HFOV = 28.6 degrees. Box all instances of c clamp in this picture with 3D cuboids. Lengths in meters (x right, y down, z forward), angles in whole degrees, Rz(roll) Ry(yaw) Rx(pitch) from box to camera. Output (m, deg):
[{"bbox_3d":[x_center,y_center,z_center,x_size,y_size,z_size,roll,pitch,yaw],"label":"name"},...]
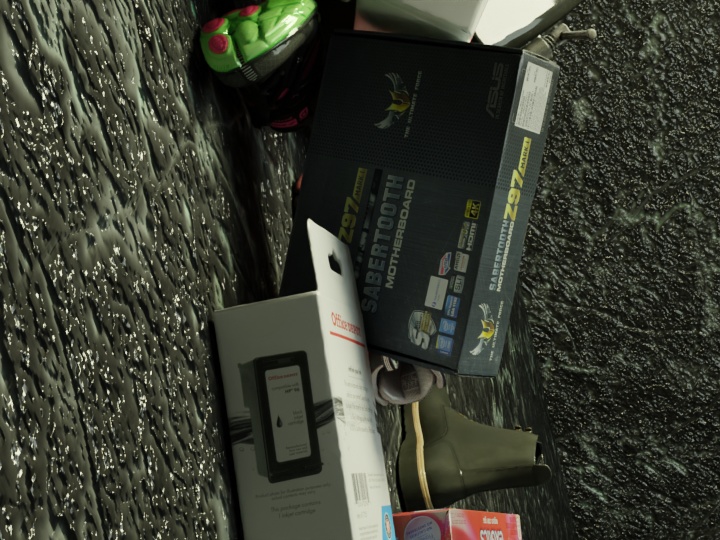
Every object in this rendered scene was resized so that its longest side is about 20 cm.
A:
[{"bbox_3d":[0.095,-0.149,1.203,0.027,0.199,0.171,53,1,-10],"label":"c clamp"}]

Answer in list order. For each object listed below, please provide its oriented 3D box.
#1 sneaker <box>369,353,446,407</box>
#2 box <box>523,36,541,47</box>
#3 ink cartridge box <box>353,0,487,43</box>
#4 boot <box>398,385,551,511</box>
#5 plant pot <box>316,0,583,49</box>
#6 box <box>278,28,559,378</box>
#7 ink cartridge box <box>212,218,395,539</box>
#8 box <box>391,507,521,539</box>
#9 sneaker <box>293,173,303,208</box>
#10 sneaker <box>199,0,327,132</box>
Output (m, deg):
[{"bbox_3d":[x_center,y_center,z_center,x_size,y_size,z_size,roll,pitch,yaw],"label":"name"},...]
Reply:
[{"bbox_3d":[0.033,0.059,1.176,0.200,0.075,0.115,40,33,-68],"label":"sneaker"},{"bbox_3d":[0.069,-0.219,1.334,0.106,0.197,0.124,-73,150,-69],"label":"box"},{"bbox_3d":[0.068,-0.246,0.963,0.146,0.083,0.202,106,7,-85],"label":"ink cartridge box"},{"bbox_3d":[0.113,0.162,1.355,0.201,0.137,0.078,-83,160,-61],"label":"boot"},{"bbox_3d":[0.043,-0.227,1.151,0.200,0.199,0.178,49,40,-12],"label":"plant pot"},{"bbox_3d":[0.033,-0.046,0.906,0.051,0.157,0.203,10,94,-50],"label":"box"},{"bbox_3d":[-0.033,0.082,0.832,0.116,0.067,0.203,35,46,-76],"label":"ink cartridge box"},{"bbox_3d":[0.045,0.216,0.964,0.200,0.101,0.096,30,54,-69],"label":"box"},{"bbox_3d":[0.000,0.000,1.039,0.074,0.086,0.202,63,18,-53],"label":"sneaker"},{"bbox_3d":[-0.051,-0.135,0.937,0.200,0.076,0.085,-41,115,-77],"label":"sneaker"}]
